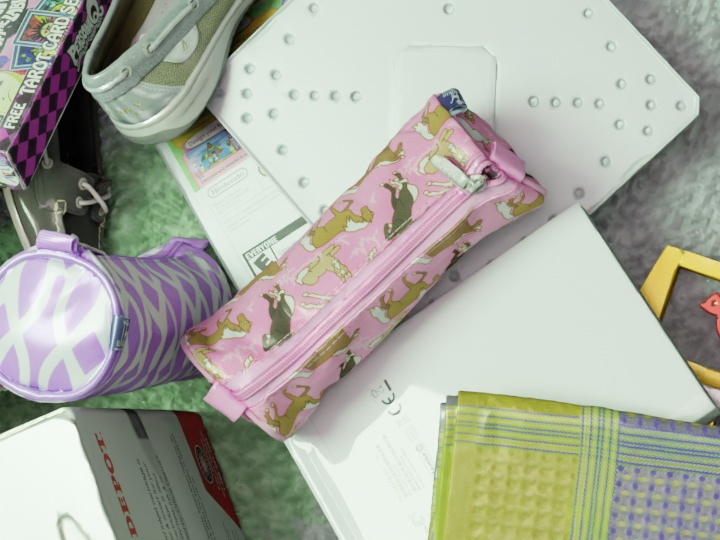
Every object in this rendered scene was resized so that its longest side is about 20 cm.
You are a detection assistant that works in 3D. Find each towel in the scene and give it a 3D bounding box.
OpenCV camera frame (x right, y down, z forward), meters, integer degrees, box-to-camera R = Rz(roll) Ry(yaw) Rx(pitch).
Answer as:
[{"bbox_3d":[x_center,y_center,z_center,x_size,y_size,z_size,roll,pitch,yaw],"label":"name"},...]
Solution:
[{"bbox_3d":[0.127,0.138,0.957,0.200,0.023,0.144,6,97,5],"label":"towel"}]

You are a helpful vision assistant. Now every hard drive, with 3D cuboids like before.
[{"bbox_3d":[0.067,0.074,1.004,0.200,0.027,0.132,-35,67,10],"label":"hard drive"}]

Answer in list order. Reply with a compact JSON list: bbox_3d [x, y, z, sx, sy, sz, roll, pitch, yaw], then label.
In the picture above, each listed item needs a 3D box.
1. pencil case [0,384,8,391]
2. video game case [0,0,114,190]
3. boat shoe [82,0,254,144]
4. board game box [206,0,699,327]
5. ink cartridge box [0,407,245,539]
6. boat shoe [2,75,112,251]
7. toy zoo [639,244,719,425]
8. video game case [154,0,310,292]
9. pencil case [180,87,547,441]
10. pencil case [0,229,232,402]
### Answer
[{"bbox_3d":[-0.255,0.074,1.066,0.094,0.091,0.200,33,135,-11],"label":"pencil case"},{"bbox_3d":[-0.232,-0.136,1.076,0.181,0.036,0.200,6,55,20],"label":"video game case"},{"bbox_3d":[-0.098,-0.169,1.074,0.074,0.065,0.202,7,65,33],"label":"boat shoe"},{"bbox_3d":[0.047,-0.092,1.055,0.200,0.026,0.200,-43,80,8],"label":"board game box"},{"bbox_3d":[-0.126,0.152,1.008,0.084,0.200,0.145,-23,80,10],"label":"ink cartridge box"},{"bbox_3d":[-0.172,-0.078,1.109,0.057,0.067,0.200,-18,78,16],"label":"boat shoe"},{"bbox_3d":[0.206,0.070,1.029,0.200,0.020,0.131,20,90,14],"label":"toy zoo"},{"bbox_3d":[-0.021,-0.103,1.099,0.200,0.022,0.182,-32,79,10],"label":"video game case"},{"bbox_3d":[0.000,0.000,0.997,0.200,0.087,0.083,-43,58,4],"label":"pencil case"},{"bbox_3d":[-0.130,0.022,1.024,0.084,0.200,0.086,2,90,13],"label":"pencil case"}]
